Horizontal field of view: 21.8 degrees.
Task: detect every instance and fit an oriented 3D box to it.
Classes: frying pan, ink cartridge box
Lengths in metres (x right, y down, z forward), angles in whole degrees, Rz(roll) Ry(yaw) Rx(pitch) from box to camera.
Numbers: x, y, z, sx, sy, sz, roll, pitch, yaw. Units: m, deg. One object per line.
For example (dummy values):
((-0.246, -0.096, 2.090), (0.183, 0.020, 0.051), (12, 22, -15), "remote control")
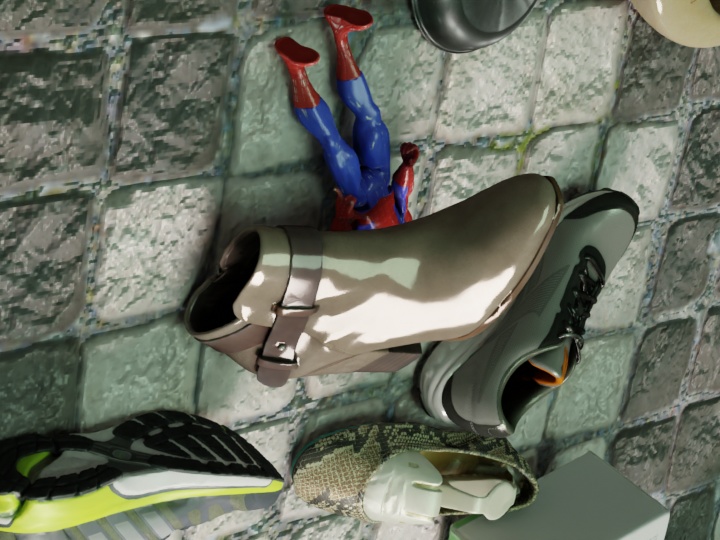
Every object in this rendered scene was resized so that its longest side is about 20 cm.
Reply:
((0.081, -0.216, 1.102), (0.114, 0.031, 0.191), (-16, 125, -40), "frying pan")
((0.130, 0.251, 1.344), (0.145, 0.087, 0.201), (-23, 133, -34), "ink cartridge box")

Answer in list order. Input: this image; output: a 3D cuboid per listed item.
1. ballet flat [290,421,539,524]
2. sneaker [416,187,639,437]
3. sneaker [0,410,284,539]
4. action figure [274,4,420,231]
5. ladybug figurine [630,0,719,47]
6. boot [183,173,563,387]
((0.047, 0.137, 1.223), (0.199, 0.075, 0.068), (5, 111, -46), "ballet flat")
((0.127, 0.032, 1.244), (0.200, 0.079, 0.074), (-51, 136, -13), "sneaker")
((-0.133, 0.133, 1.056), (0.199, 0.074, 0.081), (-3, 120, -36), "sneaker")
((0.002, -0.056, 1.097), (0.065, 0.052, 0.201), (-41, 137, -26), "action figure")
((0.240, -0.224, 1.219), (0.199, 0.072, 0.136), (-30, 130, -30), "ladybug figurine")
((0.000, 0.000, 1.051), (0.146, 0.071, 0.200), (15, 132, -35), "boot")
